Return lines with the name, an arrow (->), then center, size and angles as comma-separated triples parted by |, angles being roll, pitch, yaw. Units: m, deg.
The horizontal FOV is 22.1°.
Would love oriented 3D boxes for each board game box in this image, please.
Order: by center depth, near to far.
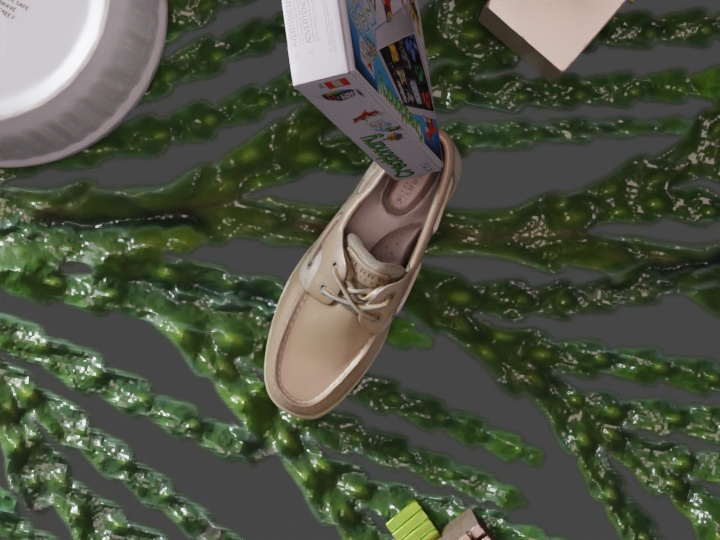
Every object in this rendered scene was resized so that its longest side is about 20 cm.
board game box -> 0.000, -0.135, 1.018 | 0.035, 0.200, 0.126 | -11, 76, 14

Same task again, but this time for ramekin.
ramekin -> -0.220, -0.163, 1.109 | 0.200, 0.105, 0.201 | 0, 91, 0

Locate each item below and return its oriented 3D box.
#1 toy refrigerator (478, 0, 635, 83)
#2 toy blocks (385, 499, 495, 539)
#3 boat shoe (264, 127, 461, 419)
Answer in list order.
toy refrigerator -> 0.164, -0.210, 1.122 | 0.070, 0.076, 0.200 | 41, 90, 0
toy blocks -> 0.096, 0.224, 1.095 | 0.100, 0.137, 0.200 | -38, 91, 0
boat shoe -> 0.000, 0.000, 1.129 | 0.072, 0.065, 0.200 | 30, 91, 0
